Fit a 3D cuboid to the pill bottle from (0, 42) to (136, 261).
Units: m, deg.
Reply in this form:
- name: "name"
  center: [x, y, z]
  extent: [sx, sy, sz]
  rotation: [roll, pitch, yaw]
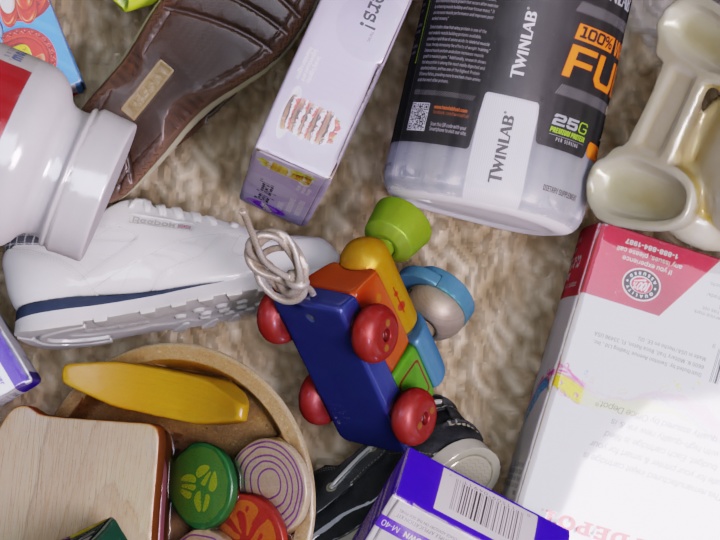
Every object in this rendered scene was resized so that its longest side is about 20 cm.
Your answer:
- name: "pill bottle"
  center: [-0.234, -0.081, 1.428]
  extent: [0.200, 0.112, 0.112]
  rotation: [22, 86, -4]

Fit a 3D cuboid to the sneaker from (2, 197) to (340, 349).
- name: "sneaker"
  center: [-0.112, -0.007, 1.515]
  extent: [0.200, 0.076, 0.081]
  rotation: [-7, 73, -8]

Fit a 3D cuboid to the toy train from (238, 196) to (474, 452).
- name: "toy train"
  center: [0.000, 0.000, 1.466]
  extent: [0.116, 0.085, 0.200]
  rotation: [-55, 137, -32]

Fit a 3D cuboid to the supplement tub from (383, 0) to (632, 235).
- name: "supplement tub"
  center: [0.092, -0.128, 1.507]
  extent: [0.122, 0.123, 0.200]
  rotation: [13, 87, -4]

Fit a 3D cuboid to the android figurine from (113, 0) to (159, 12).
- name: "android figurine"
  center: [-0.133, -0.247, 1.509]
  extent: [0.200, 0.041, 0.182]
  rotation: [-16, 88, -24]

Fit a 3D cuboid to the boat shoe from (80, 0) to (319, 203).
- name: "boat shoe"
  center: [-0.100, -0.125, 1.506]
  extent: [0.202, 0.075, 0.075]
  rotation: [-41, 92, 8]

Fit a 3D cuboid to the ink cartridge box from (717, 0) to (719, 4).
- name: "ink cartridge box"
  center: [0.302, -0.209, 1.553]
  extent: [0.116, 0.068, 0.200]
  rotation: [23, 87, -4]

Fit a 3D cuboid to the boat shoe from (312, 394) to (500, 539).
- name: "boat shoe"
  center: [-0.012, 0.152, 1.525]
  extent: [0.200, 0.072, 0.068]
  rotation: [-37, 53, 2]

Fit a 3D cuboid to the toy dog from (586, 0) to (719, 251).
- name: "toy dog"
  center: [0.267, -0.060, 1.479]
  extent: [0.200, 0.194, 0.140]
  rotation: [18, 89, -45]

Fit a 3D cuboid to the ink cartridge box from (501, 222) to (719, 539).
- name: "ink cartridge box"
  center: [0.175, 0.088, 1.523]
  extent: [0.146, 0.083, 0.200]
  rotation: [18, 86, -4]

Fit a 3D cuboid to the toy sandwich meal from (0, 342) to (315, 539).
- name: "toy sandwich meal"
  center: [-0.125, 0.133, 1.476]
  extent: [0.205, 0.070, 0.205]
  rotation: [-1, 87, 22]

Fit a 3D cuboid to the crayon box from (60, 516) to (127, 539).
- name: "crayon box"
  center: [-0.188, 0.260, 1.455]
  extent: [0.200, 0.058, 0.173]
  rotation: [-26, 98, 18]

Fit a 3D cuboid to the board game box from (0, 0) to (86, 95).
- name: "board game box"
  center: [-0.291, -0.164, 1.512]
  extent: [0.200, 0.056, 0.196]
  rotation: [-22, 89, -5]

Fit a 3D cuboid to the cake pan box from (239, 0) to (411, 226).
- name: "cake pan box"
  center: [-0.006, -0.133, 1.464]
  extent: [0.052, 0.184, 0.200]
  rotation: [24, 83, -4]

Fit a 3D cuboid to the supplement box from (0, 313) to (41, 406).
- name: "supplement box"
  center: [-0.298, 0.074, 1.478]
  extent: [0.200, 0.101, 0.103]
  rotation: [-32, 90, -5]

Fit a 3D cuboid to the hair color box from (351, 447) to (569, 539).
- name: "hair color box"
  center: [0.025, 0.214, 1.473]
  extent: [0.109, 0.065, 0.200]
  rotation: [28, 117, -3]
